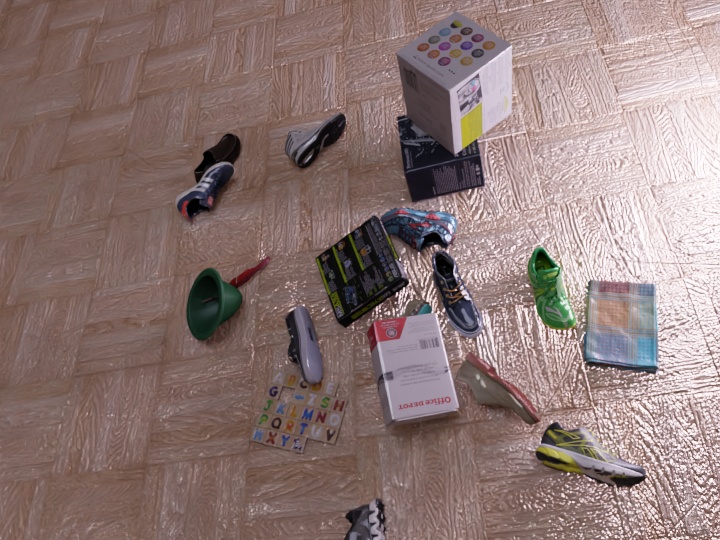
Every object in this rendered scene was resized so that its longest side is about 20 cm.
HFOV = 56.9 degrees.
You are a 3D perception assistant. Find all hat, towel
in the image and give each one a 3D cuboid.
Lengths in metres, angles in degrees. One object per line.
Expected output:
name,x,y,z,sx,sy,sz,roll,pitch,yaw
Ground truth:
hat,-0.314,0.082,1.661,0.201,0.173,0.167,-52,51,26
towel,0.543,0.110,1.381,0.143,0.022,0.204,3,58,18

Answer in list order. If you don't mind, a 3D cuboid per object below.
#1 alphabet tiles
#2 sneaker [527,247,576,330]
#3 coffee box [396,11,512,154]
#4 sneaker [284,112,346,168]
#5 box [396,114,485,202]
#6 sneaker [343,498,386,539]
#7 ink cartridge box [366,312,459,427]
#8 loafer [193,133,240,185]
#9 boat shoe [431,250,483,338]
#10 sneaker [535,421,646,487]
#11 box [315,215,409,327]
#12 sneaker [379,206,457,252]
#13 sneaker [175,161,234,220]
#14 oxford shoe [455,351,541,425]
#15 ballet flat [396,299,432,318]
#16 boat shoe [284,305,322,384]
alphabet tiles,-0.130,0.313,1.457,0.195,0.008,0.170,7,59,21
sneaker,0.404,0.038,1.432,0.072,0.084,0.204,-17,55,4
coffee box,0.228,-0.448,1.585,0.196,0.202,0.200,-36,55,-12
sneaker,-0.139,-0.393,1.887,0.200,0.076,0.115,-45,58,-12
box,0.204,-0.305,1.698,0.191,0.125,0.204,-13,54,10
sneaker,0.008,0.534,1.236,0.088,0.067,0.204,-13,51,11
ink cartridge box,0.104,0.204,1.358,0.143,0.083,0.205,-6,69,-14
loafer,-0.416,-0.328,1.930,0.071,0.072,0.203,14,62,24
boat shoe,0.208,0.052,1.477,0.069,0.092,0.203,-25,54,-2
sneaker,0.428,0.336,1.232,0.195,0.075,0.086,12,60,23
box,0.000,0.000,1.572,0.191,0.047,0.203,-36,52,16
sneaker,0.132,-0.095,1.606,0.194,0.080,0.098,2,59,18
sneaker,-0.423,-0.216,1.860,0.199,0.075,0.085,-42,53,-1
oxford shoe,0.278,0.254,1.348,0.074,0.070,0.199,-53,53,5
ballet flat,0.091,0.151,1.469,0.074,0.068,0.203,5,57,43
boat shoe,-0.139,0.176,1.518,0.065,0.070,0.204,-28,55,18
